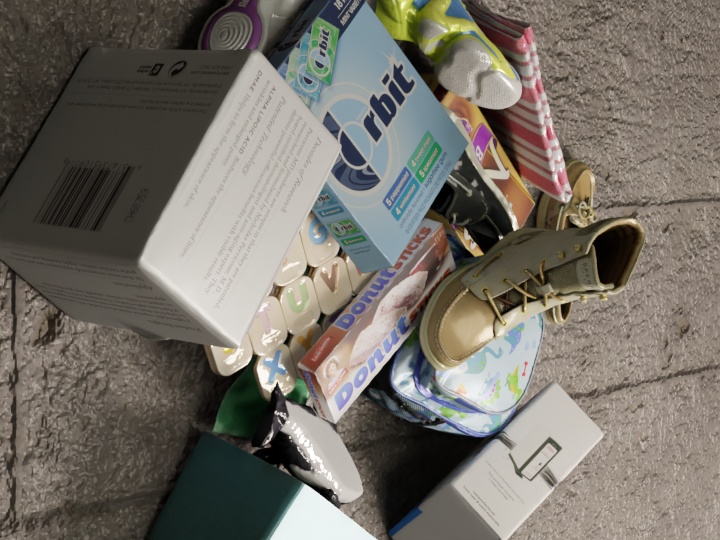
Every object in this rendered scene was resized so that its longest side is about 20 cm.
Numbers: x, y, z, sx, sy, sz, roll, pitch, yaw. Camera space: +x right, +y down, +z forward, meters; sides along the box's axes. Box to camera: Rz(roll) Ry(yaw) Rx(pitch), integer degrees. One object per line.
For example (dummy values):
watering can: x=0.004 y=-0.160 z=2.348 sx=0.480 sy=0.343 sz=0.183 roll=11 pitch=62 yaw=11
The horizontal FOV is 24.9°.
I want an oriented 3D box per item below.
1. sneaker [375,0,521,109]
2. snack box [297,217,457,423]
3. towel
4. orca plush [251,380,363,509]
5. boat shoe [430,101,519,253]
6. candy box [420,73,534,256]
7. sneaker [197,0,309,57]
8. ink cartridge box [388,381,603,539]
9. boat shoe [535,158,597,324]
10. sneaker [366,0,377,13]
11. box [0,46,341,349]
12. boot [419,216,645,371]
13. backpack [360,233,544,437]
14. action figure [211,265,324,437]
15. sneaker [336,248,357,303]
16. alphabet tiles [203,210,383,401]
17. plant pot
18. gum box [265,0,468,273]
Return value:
sneaker: x=0.091 y=-0.250 z=1.609 sx=0.200 sy=0.076 sz=0.105 roll=37 pitch=55 yaw=-20
snack box: x=0.019 y=0.044 z=1.489 sx=0.200 sy=0.024 sz=0.072 roll=-49 pitch=140 yaw=-27
towel: x=0.163 y=-0.177 z=1.686 sx=0.030 sy=0.146 sz=0.201 roll=-24 pitch=118 yaw=-12
orca plush: x=-0.065 y=0.170 z=1.467 sx=0.200 sy=0.071 sz=0.106 roll=37 pitch=36 yaw=-68
boat shoe: x=0.092 y=-0.076 z=1.599 sx=0.068 sy=0.072 sz=0.200 roll=-49 pitch=126 yaw=-20
candy box: x=0.099 y=-0.094 z=1.692 sx=0.117 sy=0.056 sz=0.200 roll=-59 pitch=135 yaw=-25
sneaker: x=-0.087 y=-0.230 z=1.462 sx=0.100 sy=0.075 sz=0.200 roll=79 pitch=34 yaw=-57
ink cartridge box: x=0.144 y=0.225 z=1.714 sx=0.084 sy=0.146 sz=0.200 roll=47 pitch=50 yaw=5
boat shoe: x=0.235 y=-0.031 z=1.851 sx=0.073 sy=0.063 sz=0.201 roll=31 pitch=72 yaw=-46
sneaker: x=-0.021 y=-0.223 z=1.536 sx=0.088 sy=0.076 sz=0.201 roll=35 pitch=72 yaw=-61
box: x=-0.157 y=-0.062 z=1.290 sx=0.131 sy=0.198 sz=0.200 roll=47 pitch=61 yaw=-43
boot: x=0.158 y=0.017 z=1.495 sx=0.200 sy=0.154 sz=0.072 roll=-41 pitch=110 yaw=-34
backpack: x=0.096 y=0.074 z=1.642 sx=0.200 sy=0.147 sz=0.184 roll=34 pitch=70 yaw=-45
action figure: x=-0.065 y=0.056 z=1.493 sx=0.118 sy=0.055 sz=0.201 roll=9 pitch=107 yaw=-51
sneaker: x=0.000 y=0.000 z=1.568 sx=0.075 sy=0.084 sz=0.201 roll=29 pitch=74 yaw=-47
alphabet tiles: x=-0.062 y=0.009 z=1.430 sx=0.200 sy=0.015 sz=0.196 roll=-31 pitch=118 yaw=-33
plant pot: x=-0.112 y=0.277 z=1.448 sx=0.200 sy=0.141 sz=0.141 roll=-57 pitch=134 yaw=-12
gum box: x=-0.005 y=-0.128 z=1.434 sx=0.200 sy=0.044 sz=0.170 roll=51 pitch=50 yaw=-24
